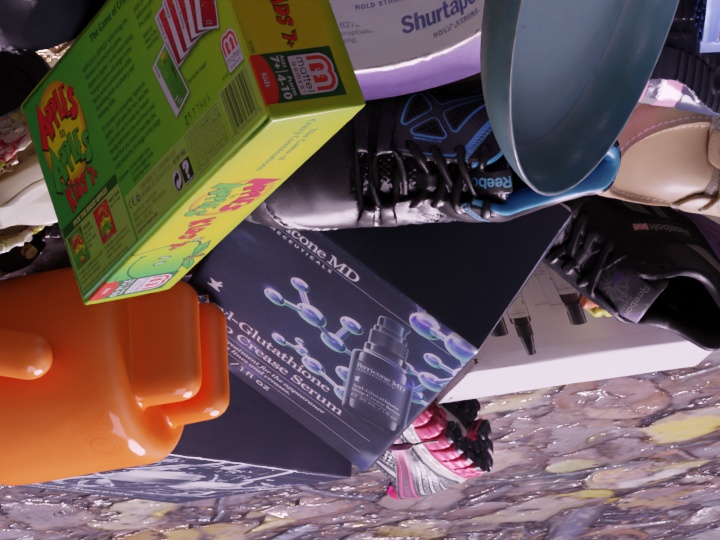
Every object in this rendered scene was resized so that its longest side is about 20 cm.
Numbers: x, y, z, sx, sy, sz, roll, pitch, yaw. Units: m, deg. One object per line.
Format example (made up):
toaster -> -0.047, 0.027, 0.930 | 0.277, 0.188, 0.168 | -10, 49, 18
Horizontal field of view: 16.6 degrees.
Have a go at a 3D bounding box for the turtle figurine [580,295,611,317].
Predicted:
turtle figurine -> 0.110, -0.036, 1.461 | 0.161, 0.065, 0.200 | -17, 144, -3

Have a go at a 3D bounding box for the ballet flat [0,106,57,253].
ballet flat -> -0.120, -0.062, 1.193 | 0.200, 0.064, 0.076 | -34, 128, -17

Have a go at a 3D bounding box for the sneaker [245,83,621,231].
sneaker -> 0.033, -0.058, 1.226 | 0.199, 0.073, 0.082 | -11, -158, -18

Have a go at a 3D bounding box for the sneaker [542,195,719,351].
sneaker -> 0.137, -0.019, 1.375 | 0.199, 0.088, 0.076 | 21, 122, -20

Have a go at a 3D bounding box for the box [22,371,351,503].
box -> -0.137, 0.083, 1.577 | 0.200, 0.105, 0.182 | 11, 163, -41

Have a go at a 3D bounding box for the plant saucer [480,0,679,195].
plant saucer -> 0.099, -0.132, 1.075 | 0.027, 0.201, 0.200 | 19, 169, 24

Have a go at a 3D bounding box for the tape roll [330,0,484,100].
tape roll -> 0.000, -0.148, 1.132 | 0.199, 0.066, 0.200 | -7, 158, -3

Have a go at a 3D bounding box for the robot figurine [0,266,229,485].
robot figurine -> -0.174, 0.057, 1.363 | 0.199, 0.117, 0.144 | -11, -163, 18

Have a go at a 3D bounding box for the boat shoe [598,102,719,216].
boat shoe -> 0.200, -0.063, 1.357 | 0.200, 0.065, 0.072 | -7, 134, -42

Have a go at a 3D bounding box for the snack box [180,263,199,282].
snack box -> -0.022, -0.005, 1.547 | 0.199, 0.024, 0.072 | -7, 161, -2

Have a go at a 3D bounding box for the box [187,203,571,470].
box -> 0.000, 0.000, 1.364 | 0.148, 0.107, 0.200 | 36, 151, 0

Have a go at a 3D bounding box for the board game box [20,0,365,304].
board game box -> -0.077, -0.071, 1.062 | 0.047, 0.102, 0.200 | -10, 163, -33

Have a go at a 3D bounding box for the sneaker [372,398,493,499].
sneaker -> 0.000, 0.074, 1.526 | 0.075, 0.081, 0.200 | -28, 121, 24

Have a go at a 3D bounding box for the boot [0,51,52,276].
boot -> -0.211, -0.049, 1.301 | 0.200, 0.073, 0.150 | -26, 159, 21

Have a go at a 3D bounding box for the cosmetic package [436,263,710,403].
cosmetic package -> 0.131, 0.026, 1.563 | 0.199, 0.083, 0.051 | -7, 158, -29

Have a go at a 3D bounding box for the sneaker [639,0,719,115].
sneaker -> 0.138, -0.122, 1.278 | 0.082, 0.070, 0.200 | 13, -176, 43

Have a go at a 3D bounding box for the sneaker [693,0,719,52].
sneaker -> 0.198, -0.163, 1.154 | 0.078, 0.070, 0.200 | -1, 156, 0

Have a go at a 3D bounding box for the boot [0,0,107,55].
boot -> -0.140, -0.159, 1.031 | 0.199, 0.077, 0.168 | -9, 157, 20
